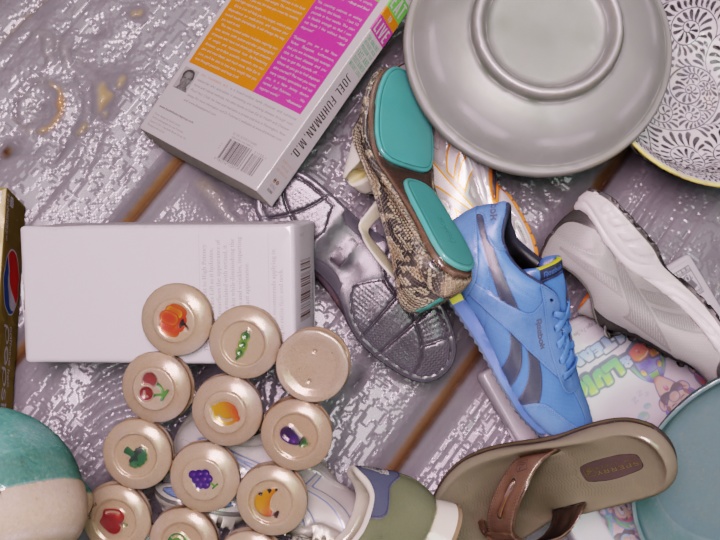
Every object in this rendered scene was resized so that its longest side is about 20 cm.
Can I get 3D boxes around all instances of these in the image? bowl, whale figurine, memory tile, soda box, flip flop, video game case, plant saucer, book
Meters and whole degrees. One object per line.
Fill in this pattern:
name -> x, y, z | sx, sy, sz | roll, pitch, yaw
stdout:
bowl -> 0.268, -0.155, 0.846 | 0.201, 0.094, 0.201 | 1, 82, -6
whale figurine -> -0.259, 0.153, 0.697 | 0.159, 0.200, 0.104 | -11, 74, -29
memory tile -> -0.100, 0.119, 0.727 | 0.153, 0.017, 0.200 | 19, 97, 5
soda box -> -0.290, 0.041, 0.777 | 0.064, 0.068, 0.200 | 2, 81, -6
flip flop -> 0.130, 0.164, 0.756 | 0.200, 0.058, 0.081 | -24, 108, 31
video game case -> 0.222, 0.112, 0.836 | 0.200, 0.024, 0.182 | -29, 85, -9
plant saucer -> 0.293, 0.147, 0.780 | 0.200, 0.036, 0.200 | -1, 113, -4
book -> -0.062, -0.159, 0.809 | 0.134, 0.048, 0.200 | 29, 80, 33
plant saucer -> 0.132, -0.170, 0.766 | 0.200, 0.050, 0.200 | 0, 79, -1

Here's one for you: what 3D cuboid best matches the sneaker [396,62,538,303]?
sneaker -> 0.060, -0.066, 0.826 | 0.092, 0.076, 0.200 | -25, 83, -4

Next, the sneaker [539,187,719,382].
sneaker -> 0.219, 0.032, 0.808 | 0.079, 0.074, 0.200 | -43, 87, 10

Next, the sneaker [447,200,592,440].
sneaker -> 0.128, 0.042, 0.771 | 0.078, 0.066, 0.200 | -29, 97, 23

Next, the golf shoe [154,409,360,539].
golf shoe -> -0.046, 0.153, 0.782 | 0.200, 0.078, 0.097 | 14, 74, -4

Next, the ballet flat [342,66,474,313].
ballet flat -> 0.024, -0.056, 0.763 | 0.068, 0.075, 0.200 | 16, 47, -39

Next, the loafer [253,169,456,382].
loafer -> 0.000, 0.000, 0.817 | 0.072, 0.063, 0.200 | -43, 91, 3

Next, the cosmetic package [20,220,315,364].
cosmetic package -> -0.136, 0.014, 0.766 | 0.200, 0.074, 0.102 | 1, 95, 9

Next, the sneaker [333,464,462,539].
sneaker -> -0.017, 0.221, 0.699 | 0.090, 0.067, 0.200 | 34, 71, -8
